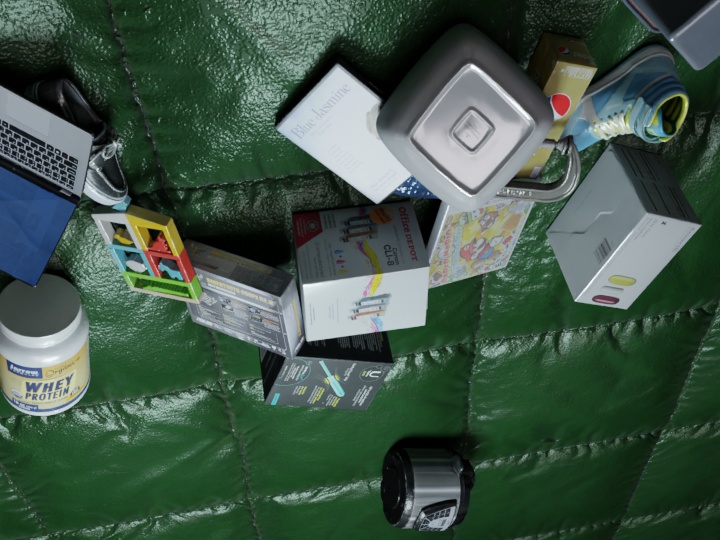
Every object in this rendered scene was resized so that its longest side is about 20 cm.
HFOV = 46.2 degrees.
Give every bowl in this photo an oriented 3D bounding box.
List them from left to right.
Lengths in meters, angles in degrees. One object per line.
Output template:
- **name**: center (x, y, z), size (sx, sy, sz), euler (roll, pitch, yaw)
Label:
- **bowl**: center (0.140, -0.187, 1.096), size (0.199, 0.075, 0.200), euler (39, 105, -16)

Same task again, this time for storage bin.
- **storage bin**: center (0.430, -0.358, 1.030), size (0.144, 0.136, 0.199), euler (27, 126, -37)

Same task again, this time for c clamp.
- **c clamp**: center (0.219, -0.161, 1.179), size (0.195, 0.027, 0.173), euler (9, 135, -3)

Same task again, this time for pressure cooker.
- **pressure cooker**: center (0.160, 0.485, 1.892), size (0.196, 0.183, 0.175), euler (5, 176, -20)

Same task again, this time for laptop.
- **laptop**: center (-0.451, -0.115, 1.047), size (0.185, 0.117, 0.201), euler (27, 139, -8)

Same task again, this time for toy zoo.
- **toy zoo**: center (-0.318, -0.032, 1.253), size (0.128, 0.021, 0.202), euler (10, 141, 18)

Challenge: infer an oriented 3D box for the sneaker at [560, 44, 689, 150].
- **sneaker**: center (0.368, -0.210, 1.185), size (0.079, 0.132, 0.200), euler (22, 129, -36)

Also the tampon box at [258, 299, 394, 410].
- **tampon box**: center (-0.064, 0.149, 1.487), size (0.196, 0.128, 0.151), euler (7, 137, -22)

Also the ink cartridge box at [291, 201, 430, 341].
- **ink cartridge box**: center (0.000, 0.000, 1.320), size (0.195, 0.147, 0.146), euler (-7, 140, -7)

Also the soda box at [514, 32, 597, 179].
- **soda box**: center (0.253, -0.227, 1.185), size (0.063, 0.069, 0.202), euler (5, 137, -17)

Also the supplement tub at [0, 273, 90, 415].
- **supplement tub**: center (-0.500, 0.118, 1.329), size (0.141, 0.146, 0.202), euler (1, 138, -15)

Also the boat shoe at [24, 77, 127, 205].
- **boat shoe**: center (-0.349, -0.167, 1.099), size (0.067, 0.074, 0.201), euler (-8, 132, 19)

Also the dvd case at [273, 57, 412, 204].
- **dvd case**: center (-0.001, -0.187, 1.166), size (0.198, 0.018, 0.142), euler (34, 129, -25)

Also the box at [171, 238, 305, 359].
- **box**: center (-0.189, 0.046, 1.324), size (0.196, 0.049, 0.160), euler (17, 142, 19)

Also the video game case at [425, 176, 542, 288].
- **video game case**: center (0.188, -0.058, 1.357), size (0.179, 0.023, 0.202), euler (-15, 143, -24)

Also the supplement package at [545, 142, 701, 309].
- **supplement package**: center (0.410, -0.066, 1.339), size (0.109, 0.158, 0.202), euler (7, 136, -22)

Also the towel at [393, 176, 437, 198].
- **towel**: center (0.102, -0.187, 1.208), size (0.109, 0.049, 0.202), euler (1, 138, -14)
